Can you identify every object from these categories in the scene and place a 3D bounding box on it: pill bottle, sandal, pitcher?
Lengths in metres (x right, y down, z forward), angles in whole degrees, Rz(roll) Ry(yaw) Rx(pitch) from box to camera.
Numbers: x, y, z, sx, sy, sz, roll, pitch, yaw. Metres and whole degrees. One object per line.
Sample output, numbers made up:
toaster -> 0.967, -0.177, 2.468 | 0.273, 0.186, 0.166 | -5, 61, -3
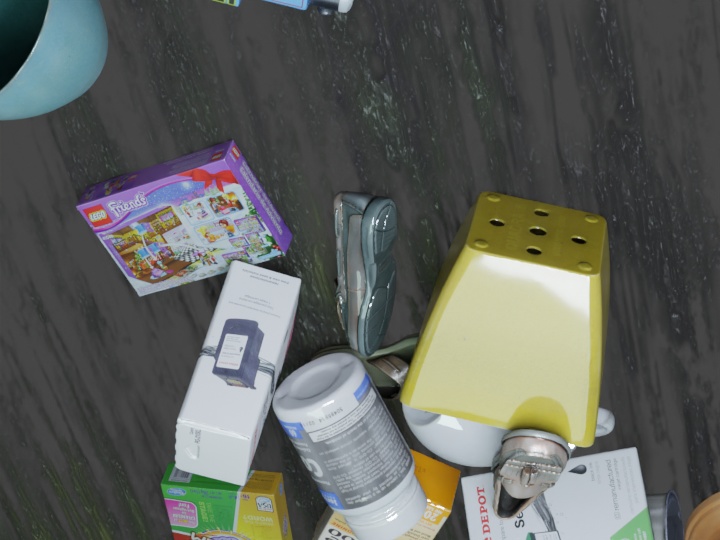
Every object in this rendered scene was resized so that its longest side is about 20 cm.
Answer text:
pill bottle -> -0.008, 0.203, 1.824 | 0.114, 0.114, 0.200 | -16, 116, 27
sandal -> 0.035, 0.121, 1.846 | 0.200, 0.057, 0.080 | -9, 127, 20
pitcher -> 0.161, 0.155, 1.764 | 0.200, 0.122, 0.171 | 24, 148, -36

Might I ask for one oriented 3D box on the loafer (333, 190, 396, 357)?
loafer -> 0.000, 0.000, 1.761 | 0.063, 0.072, 0.200 | 21, 127, 24

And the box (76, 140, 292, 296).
box -> -0.193, -0.055, 1.777 | 0.200, 0.039, 0.137 | -15, 124, 26

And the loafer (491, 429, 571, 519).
loafer -> 0.169, 0.211, 1.649 | 0.072, 0.063, 0.200 | 13, 162, 1

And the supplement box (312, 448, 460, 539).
supplement box -> 0.026, 0.305, 1.993 | 0.126, 0.074, 0.200 | 23, 132, -3

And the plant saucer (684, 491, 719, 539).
plant saucer -> 0.482, 0.332, 1.912 | 0.200, 0.038, 0.201 | 8, 131, 9

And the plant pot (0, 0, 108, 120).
plant pot -> -0.327, -0.231, 1.589 | 0.200, 0.201, 0.135 | -21, 155, 29

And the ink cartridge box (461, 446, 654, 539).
ink cartridge box -> 0.218, 0.287, 1.773 | 0.199, 0.146, 0.084 | -12, 156, 9

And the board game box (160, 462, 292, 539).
board game box -> -0.166, 0.338, 2.096 | 0.153, 0.040, 0.200 | 3, 130, 13

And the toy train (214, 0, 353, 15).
toy train -> -0.082, -0.300, 1.515 | 0.199, 0.087, 0.114 | 14, 140, 1

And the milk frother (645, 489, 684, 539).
milk frother -> 0.283, 0.373, 1.903 | 0.188, 0.181, 0.200 | -6, 122, 21

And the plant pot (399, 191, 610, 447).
plant pot -> 0.166, 0.035, 1.661 | 0.199, 0.200, 0.177 | 13, 120, 5

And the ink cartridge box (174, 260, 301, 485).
ink cartridge box -> -0.134, 0.115, 1.771 | 0.084, 0.200, 0.145 | 16, 151, 2
